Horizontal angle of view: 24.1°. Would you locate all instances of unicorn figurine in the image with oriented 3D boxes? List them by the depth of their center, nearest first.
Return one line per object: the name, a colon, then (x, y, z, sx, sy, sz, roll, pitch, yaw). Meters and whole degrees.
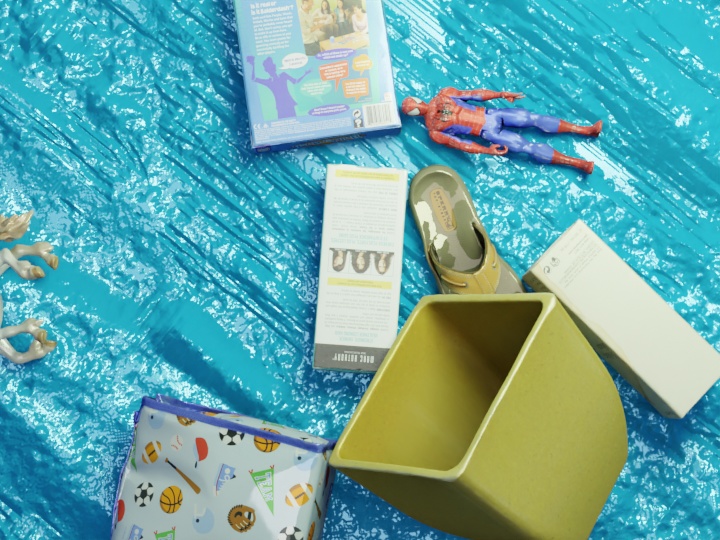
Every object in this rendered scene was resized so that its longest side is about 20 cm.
unicorn figurine: (-0.369, 0.045, 1.648, 0.136, 0.074, 0.202, 0, 71, 9)

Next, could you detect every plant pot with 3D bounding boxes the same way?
plant pot: (0.132, 0.158, 1.560, 0.200, 0.194, 0.196, 42, 66, -28)

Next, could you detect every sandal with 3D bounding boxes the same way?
sandal: (0.105, -0.012, 1.655, 0.080, 0.054, 0.201, -25, 86, -2)

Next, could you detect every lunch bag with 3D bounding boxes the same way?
lunch bag: (-0.133, 0.218, 1.600, 0.198, 0.124, 0.172, 11, 87, 11)

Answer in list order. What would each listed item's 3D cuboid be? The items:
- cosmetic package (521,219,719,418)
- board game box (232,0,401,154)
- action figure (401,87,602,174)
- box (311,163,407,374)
cosmetic package: (0.253, 0.048, 1.627, 0.073, 0.104, 0.200, -45, 85, -2)
board game box: (-0.046, -0.227, 1.677, 0.151, 0.045, 0.202, -7, 86, 0)
action figure: (0.138, -0.144, 1.672, 0.198, 0.052, 0.066, 12, 89, 3)
box: (0.000, 0.000, 1.656, 0.082, 0.049, 0.202, 4, 85, 0)
